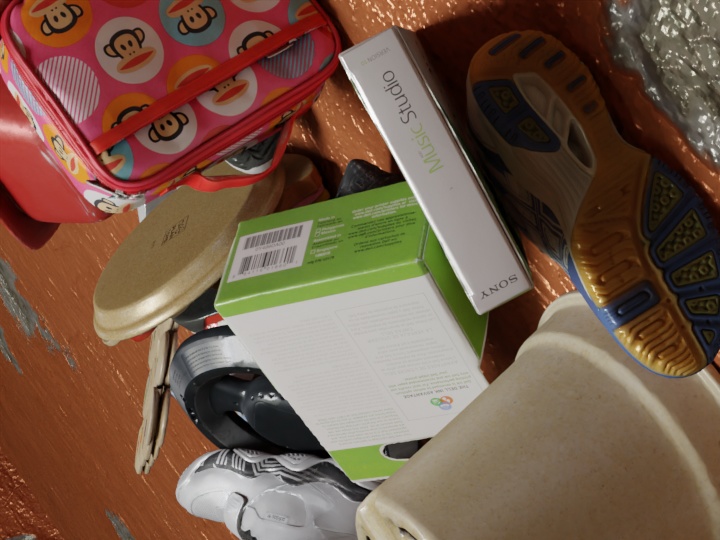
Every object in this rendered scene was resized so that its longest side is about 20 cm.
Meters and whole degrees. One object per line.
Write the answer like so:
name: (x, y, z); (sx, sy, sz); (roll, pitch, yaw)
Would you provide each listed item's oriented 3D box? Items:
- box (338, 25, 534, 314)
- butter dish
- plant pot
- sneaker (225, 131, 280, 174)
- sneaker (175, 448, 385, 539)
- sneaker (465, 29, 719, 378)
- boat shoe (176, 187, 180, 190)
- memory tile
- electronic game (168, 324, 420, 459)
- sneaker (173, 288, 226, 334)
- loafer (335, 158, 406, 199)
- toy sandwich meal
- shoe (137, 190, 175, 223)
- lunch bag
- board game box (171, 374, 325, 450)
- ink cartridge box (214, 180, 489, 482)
box: (0.044, -0.061, 0.786); (0.145, 0.036, 0.200); (61, -171, -6)
butter dish: (-0.216, -0.127, 1.170); (0.147, 0.200, 0.200); (17, 153, 27)
plant pot: (0.106, 0.143, 0.837); (0.200, 0.183, 0.201); (44, 153, 30)
sneaker: (-0.111, -0.142, 1.092); (0.200, 0.075, 0.077); (56, 165, 32)
sneaker: (-0.071, 0.201, 1.100); (0.199, 0.115, 0.075); (-3, 140, 31)
sneaker: (0.122, -0.030, 0.759); (0.201, 0.075, 0.088); (62, 168, 15)
boat shoe: (-0.118, -0.060, 1.205); (0.072, 0.059, 0.201); (-83, -6, -46)
memory tile: (-0.182, 0.098, 1.305); (0.200, 0.017, 0.154); (128, 149, -69)
electronic game: (-0.051, 0.106, 1.098); (0.199, 0.042, 0.201); (14, 146, 10)
sneaker: (-0.052, 0.036, 1.193); (0.200, 0.068, 0.108); (-3, 156, 37)
loafer: (0.000, 0.000, 1.029); (0.070, 0.068, 0.201); (46, 147, 22)
toy sandwich meal: (-0.112, -0.010, 1.086); (0.070, 0.205, 0.205); (48, 162, -24)
shoe: (-0.173, -0.020, 1.349); (0.091, 0.071, 0.201); (24, 142, 49)
lunch bag: (-0.118, -0.130, 0.943); (0.177, 0.200, 0.082); (55, 158, 2)
board game box: (-0.058, 0.145, 1.263); (0.200, 0.041, 0.199); (40, 161, -15)
ink cartridge box: (0.018, 0.048, 0.957); (0.147, 0.076, 0.200); (-12, 133, 25)
